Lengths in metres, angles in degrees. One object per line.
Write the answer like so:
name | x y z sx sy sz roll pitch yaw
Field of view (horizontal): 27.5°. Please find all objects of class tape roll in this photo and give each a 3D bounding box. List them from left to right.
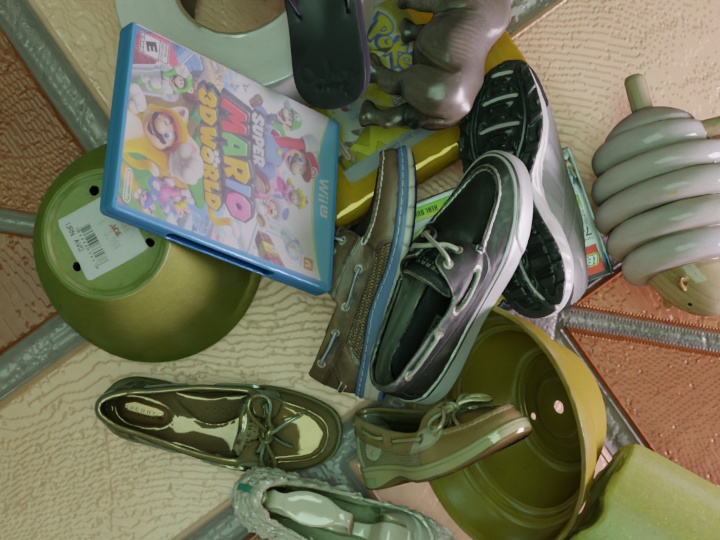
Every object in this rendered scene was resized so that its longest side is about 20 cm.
tape roll | -0.093 -0.221 1.166 0.201 0.071 0.204 -2 75 7

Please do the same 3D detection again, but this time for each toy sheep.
toy sheep | 0.245 -0.060 1.150 0.137 0.138 0.201 -15 73 1

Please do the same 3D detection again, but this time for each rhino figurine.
rhino figurine | 0.070 -0.192 1.145 0.087 0.060 0.201 14 65 20

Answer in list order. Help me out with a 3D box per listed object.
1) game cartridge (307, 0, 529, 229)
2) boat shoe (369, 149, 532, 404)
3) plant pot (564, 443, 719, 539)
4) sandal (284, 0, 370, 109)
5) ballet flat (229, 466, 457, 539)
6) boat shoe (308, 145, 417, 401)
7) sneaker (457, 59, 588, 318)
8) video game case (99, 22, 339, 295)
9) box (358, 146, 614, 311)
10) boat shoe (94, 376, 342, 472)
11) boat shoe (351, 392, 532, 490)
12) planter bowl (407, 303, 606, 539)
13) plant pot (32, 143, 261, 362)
game cartridge | 0.023 -0.157 1.188 0.199 0.032 0.177 -32 77 1
boat shoe | 0.066 0.003 1.082 0.070 0.064 0.201 21 90 38
plant pot | 0.241 0.234 1.107 0.184 0.200 0.201 35 90 6
sandal | -0.034 -0.216 1.061 0.076 0.043 0.201 -12 101 18
ballet flat | -0.007 0.205 1.153 0.199 0.072 0.072 19 89 -12
boat shoe | 0.000 0.000 1.135 0.072 0.072 0.201 9 97 2
sneaker | 0.130 -0.063 1.138 0.074 0.079 0.201 -13 85 33
video game case | -0.095 -0.077 1.061 0.018 0.199 0.144 -20 59 42
box | 0.094 -0.015 1.196 0.199 0.035 0.111 -20 88 1
boat shoe | -0.114 0.126 1.183 0.199 0.063 0.074 5 88 1
boat shoe | 0.054 0.122 1.121 0.073 0.200 0.063 -19 86 -29
planter bowl | 0.130 0.114 1.145 0.083 0.200 0.202 -14 87 -36
plant pot | -0.174 -0.020 1.121 0.186 0.200 0.188 0 89 2
